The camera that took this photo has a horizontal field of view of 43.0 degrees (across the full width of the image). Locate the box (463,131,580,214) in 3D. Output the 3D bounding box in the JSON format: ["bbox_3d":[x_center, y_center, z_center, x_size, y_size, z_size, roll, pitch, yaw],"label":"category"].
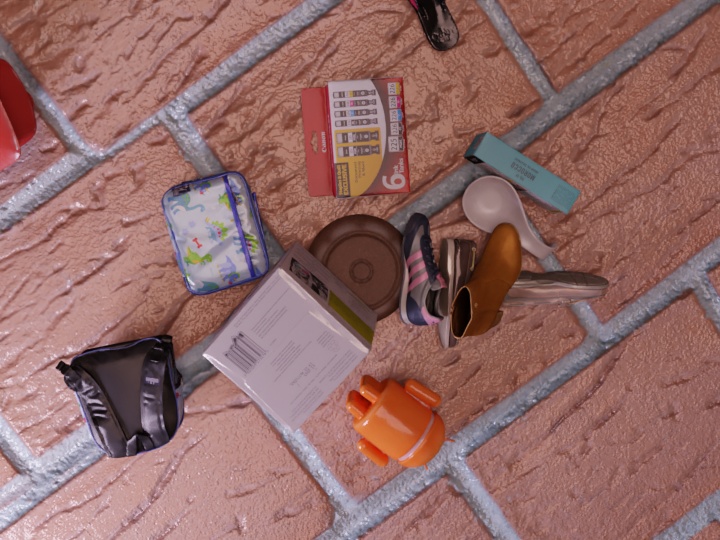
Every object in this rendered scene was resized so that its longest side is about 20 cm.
[{"bbox_3d":[0.286,-0.172,1.623,0.200,0.082,0.049,31,91,-8],"label":"box"}]

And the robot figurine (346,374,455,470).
[{"bbox_3d":[0.066,0.273,1.628,0.200,0.117,0.144,38,64,-7],"label":"robot figurine"}]

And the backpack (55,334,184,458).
[{"bbox_3d":[-0.390,0.216,1.560,0.199,0.154,0.191,-12,88,2],"label":"backpack"}]

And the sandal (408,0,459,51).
[{"bbox_3d":[0.115,-0.480,1.594,0.075,0.045,0.200,-30,98,-2],"label":"sandal"}]

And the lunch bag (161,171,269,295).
[{"bbox_3d":[-0.247,-0.068,1.582,0.160,0.082,0.201,-14,98,-7],"label":"lunch bag"}]

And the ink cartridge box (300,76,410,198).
[{"bbox_3d":[-0.010,-0.227,1.587,0.175,0.084,0.201,-5,97,-5],"label":"ink cartridge box"}]

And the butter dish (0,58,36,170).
[{"bbox_3d":[-0.605,-0.263,1.503,0.200,0.148,0.200,-17,100,38],"label":"butter dish"}]

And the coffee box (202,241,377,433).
[{"bbox_3d":[-0.111,0.106,1.535,0.200,0.198,0.200,42,104,-7],"label":"coffee box"}]

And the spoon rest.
[{"bbox_3d":[0.270,-0.089,1.634,0.200,0.061,0.099,38,111,-9],"label":"spoon rest"}]

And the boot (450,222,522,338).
[{"bbox_3d":[0.215,0.018,1.573,0.071,0.144,0.202,15,101,30],"label":"boot"}]

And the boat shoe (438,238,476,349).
[{"bbox_3d":[0.174,0.043,1.639,0.059,0.072,0.201,1,95,-11],"label":"boat shoe"}]

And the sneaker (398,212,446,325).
[{"bbox_3d":[0.119,-0.001,1.613,0.082,0.070,0.201,6,98,35],"label":"sneaker"}]

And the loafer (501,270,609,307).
[{"bbox_3d":[0.348,0.038,1.663,0.199,0.072,0.063,3,112,0],"label":"loafer"}]

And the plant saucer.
[{"bbox_3d":[0.000,0.000,1.635,0.200,0.037,0.201,0,95,-5],"label":"plant saucer"}]
